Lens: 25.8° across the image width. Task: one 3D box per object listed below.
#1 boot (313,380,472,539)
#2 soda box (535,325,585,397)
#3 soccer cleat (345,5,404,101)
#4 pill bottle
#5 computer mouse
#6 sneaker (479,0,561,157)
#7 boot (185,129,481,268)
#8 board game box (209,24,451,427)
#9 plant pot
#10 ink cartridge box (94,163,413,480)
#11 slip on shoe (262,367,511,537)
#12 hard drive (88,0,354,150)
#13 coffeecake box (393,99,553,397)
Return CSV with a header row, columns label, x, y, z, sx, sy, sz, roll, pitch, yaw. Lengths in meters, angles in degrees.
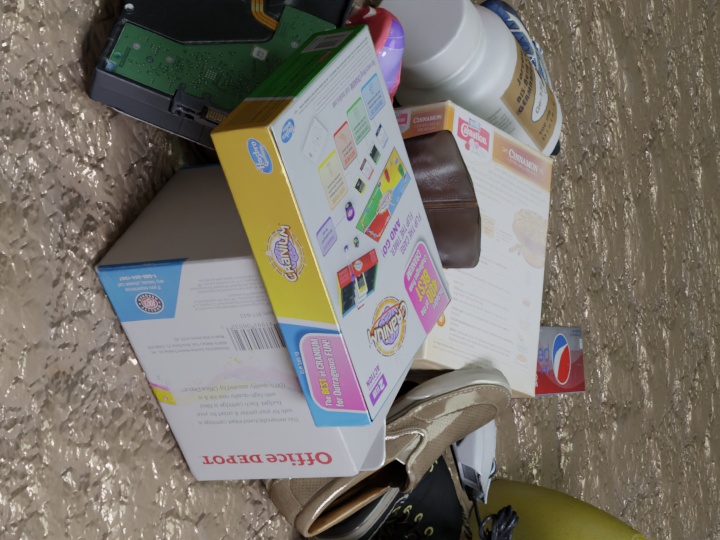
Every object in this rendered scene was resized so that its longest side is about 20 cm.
label,x,y,z,sx,sy,sz,roll,pitch,yaw
boot,0.031,0.198,1.265,0.200,0.073,0.151,-59,137,-55
soda box,0.152,0.088,1.511,0.200,0.063,0.070,6,81,-61
soccer cleat,0.002,-0.135,1.127,0.076,0.200,0.067,30,74,-14
pill bottle,0.090,-0.166,1.368,0.200,0.114,0.115,42,51,-53
computer mouse,0.101,0.157,1.342,0.110,0.044,0.200,75,0,-57
sneaker,0.145,-0.197,1.538,0.200,0.077,0.085,65,24,-48
boot,-0.015,-0.083,1.066,0.064,0.199,0.187,-47,128,-54
board game box,-0.011,-0.028,0.965,0.153,0.040,0.201,-52,131,-52
plant pot,0.198,0.300,1.490,0.200,0.142,0.201,11,77,-61
ink cartridge box,-0.060,0.042,1.044,0.125,0.128,0.200,-59,137,-48
slip on shoe,0.028,0.133,1.153,0.061,0.199,0.076,57,-25,34
hard drive,-0.080,-0.168,1.035,0.038,0.139,0.200,119,-11,-55
coffeecake box,0.076,-0.012,1.234,0.153,0.073,0.201,22,70,-48
